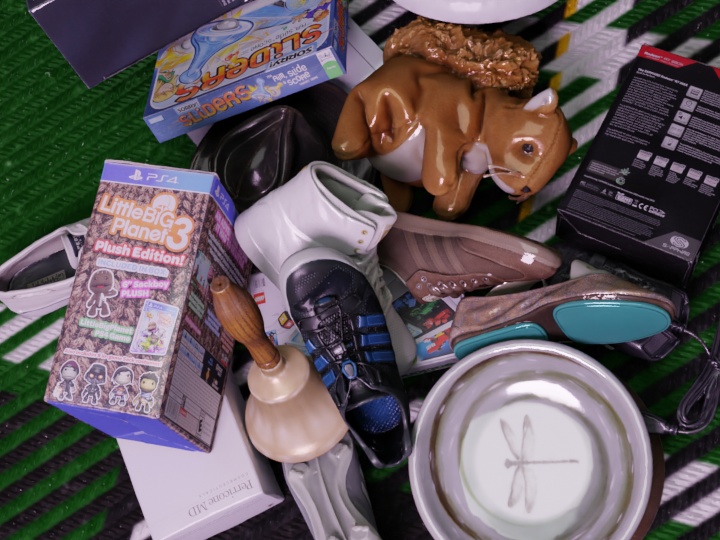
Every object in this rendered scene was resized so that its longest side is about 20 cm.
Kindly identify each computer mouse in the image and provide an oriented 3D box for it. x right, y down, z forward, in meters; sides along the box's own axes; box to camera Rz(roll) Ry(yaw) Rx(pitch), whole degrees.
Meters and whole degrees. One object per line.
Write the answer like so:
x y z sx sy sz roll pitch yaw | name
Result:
0.229 0.064 1.010 0.199 0.046 0.141 20 76 21 | computer mouse

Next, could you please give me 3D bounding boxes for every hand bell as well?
-0.078 0.066 0.956 0.103 0.201 0.105 -9 53 12 | hand bell

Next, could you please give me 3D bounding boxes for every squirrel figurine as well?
0.102 -0.146 1.046 0.185 0.142 0.201 2 62 28 | squirrel figurine

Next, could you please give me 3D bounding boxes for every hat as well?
-0.086 -0.102 1.087 0.199 0.081 0.202 -5 72 15 | hat

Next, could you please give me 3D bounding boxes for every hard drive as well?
-0.078 -0.178 1.166 0.200 0.027 0.132 -42 70 0 | hard drive

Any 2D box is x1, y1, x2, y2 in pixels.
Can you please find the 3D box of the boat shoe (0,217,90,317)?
-0.270 -0.019 1.145 0.199 0.066 0.072 -21 71 7 | boat shoe

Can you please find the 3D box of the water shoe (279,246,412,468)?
-0.001 0.070 0.936 0.071 0.201 0.079 -26 30 2 | water shoe

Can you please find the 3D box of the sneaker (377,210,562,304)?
0.082 -0.004 1.012 0.199 0.070 0.076 14 92 38 | sneaker

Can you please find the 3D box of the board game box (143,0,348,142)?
-0.107 -0.207 1.121 0.198 0.035 0.136 -18 42 17 | board game box

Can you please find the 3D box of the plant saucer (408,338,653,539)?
0.141 0.159 0.970 0.198 0.050 0.202 -2 81 15 | plant saucer

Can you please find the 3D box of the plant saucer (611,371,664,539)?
0.161 0.167 1.011 0.198 0.032 0.202 -3 75 12 | plant saucer

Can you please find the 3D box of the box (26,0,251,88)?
-0.234 -0.324 1.168 0.197 0.123 0.201 -28 52 5 | box

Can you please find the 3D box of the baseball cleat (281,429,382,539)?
-0.020 0.215 1.020 0.069 0.107 0.201 -16 41 -2 | baseball cleat

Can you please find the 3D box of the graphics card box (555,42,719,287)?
0.266 -0.096 1.027 0.125 0.051 0.201 22 65 17 | graphics card box

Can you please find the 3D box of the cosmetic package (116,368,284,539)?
-0.161 0.140 1.067 0.112 0.081 0.201 -27 69 2 | cosmetic package

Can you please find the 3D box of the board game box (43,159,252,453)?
-0.167 0.035 0.974 0.096 0.160 0.202 8 72 10 | board game box

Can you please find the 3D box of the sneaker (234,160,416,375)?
0.000 0.000 0.975 0.200 0.074 0.115 44 125 -16 | sneaker

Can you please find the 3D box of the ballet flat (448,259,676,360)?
0.165 0.027 0.982 0.198 0.068 0.068 -11 49 25 | ballet flat

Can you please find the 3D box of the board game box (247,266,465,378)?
0.000 0.043 1.081 0.198 0.035 0.127 -14 71 9 | board game box

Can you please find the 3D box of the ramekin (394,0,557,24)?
0.109 -0.328 1.085 0.198 0.098 0.202 -4 46 4 | ramekin
